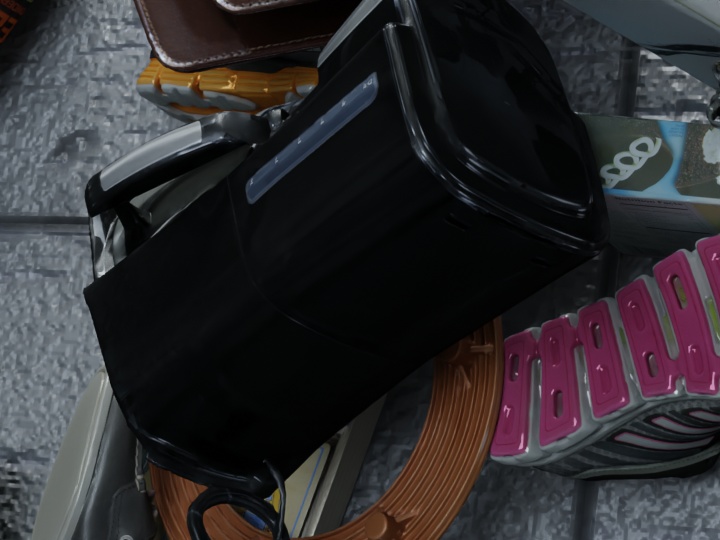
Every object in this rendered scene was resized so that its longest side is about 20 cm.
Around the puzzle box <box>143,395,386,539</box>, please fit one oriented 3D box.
[{"bbox_3d":[-0.074,0.110,1.300,0.133,0.025,0.200,16,83,26],"label":"puzzle box"}]

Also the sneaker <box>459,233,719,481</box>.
[{"bbox_3d":[0.144,0.041,1.186,0.200,0.087,0.074,-23,63,27],"label":"sneaker"}]

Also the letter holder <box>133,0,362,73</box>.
[{"bbox_3d":[-0.047,-0.202,1.203,0.142,0.101,0.200,-12,70,-2],"label":"letter holder"}]

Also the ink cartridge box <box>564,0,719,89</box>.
[{"bbox_3d":[0.155,-0.163,1.174,0.083,0.200,0.147,11,79,50],"label":"ink cartridge box"}]

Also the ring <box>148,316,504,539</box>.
[{"bbox_3d":[-0.022,0.054,1.241,0.200,0.019,0.201,-16,64,35],"label":"ring"}]

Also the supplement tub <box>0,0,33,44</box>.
[{"bbox_3d":[-0.231,-0.131,1.392,0.107,0.107,0.200,39,94,27],"label":"supplement tub"}]

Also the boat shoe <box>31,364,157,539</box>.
[{"bbox_3d":[-0.121,0.145,1.271,0.057,0.067,0.200,17,79,-18],"label":"boat shoe"}]

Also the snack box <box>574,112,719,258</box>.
[{"bbox_3d":[0.187,-0.028,1.173,0.200,0.116,0.037,6,79,25],"label":"snack box"}]

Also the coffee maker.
[{"bbox_3d":[0.000,0.000,1.146,0.200,0.135,0.192,-36,71,33],"label":"coffee maker"}]

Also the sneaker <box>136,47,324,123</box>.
[{"bbox_3d":[-0.012,-0.105,1.306,0.200,0.078,0.077,8,73,26],"label":"sneaker"}]

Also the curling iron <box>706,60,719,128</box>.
[{"bbox_3d":[0.226,-0.085,1.152,0.050,0.200,0.026,35,132,55],"label":"curling iron"}]
